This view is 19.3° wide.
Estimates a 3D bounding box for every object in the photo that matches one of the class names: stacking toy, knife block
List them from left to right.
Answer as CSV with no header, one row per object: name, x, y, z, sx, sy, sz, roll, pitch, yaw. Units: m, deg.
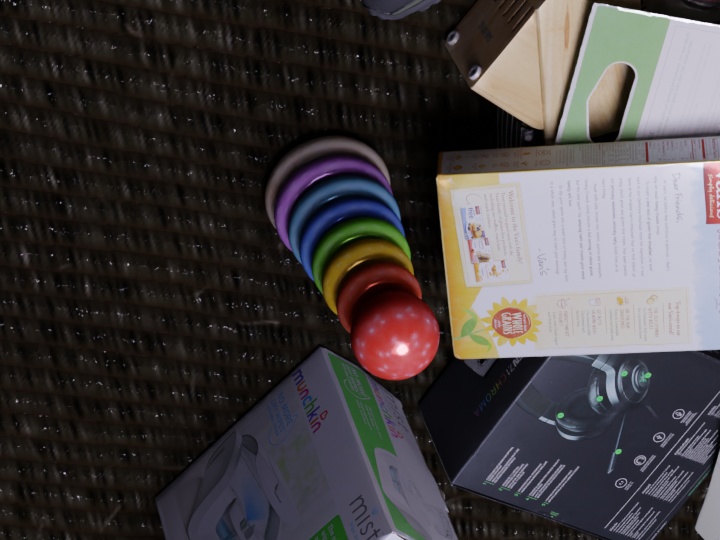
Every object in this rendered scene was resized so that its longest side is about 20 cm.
stacking toy,0.000,0.000,1.334,0.085,0.200,0.085,-8,128,-11
knife block,0.153,-0.131,1.375,0.175,0.064,0.200,27,113,-32

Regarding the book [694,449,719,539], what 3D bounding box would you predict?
book,0.340,0.116,1.564,0.200,0.048,0.134,-27,146,-24

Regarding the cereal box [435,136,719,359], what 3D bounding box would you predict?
cereal box,0.154,-0.013,1.368,0.200,0.040,0.144,-2,121,7

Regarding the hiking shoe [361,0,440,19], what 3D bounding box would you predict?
hiking shoe,0.046,-0.246,1.260,0.101,0.076,0.200,31,103,-24

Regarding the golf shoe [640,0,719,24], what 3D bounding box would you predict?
golf shoe,0.269,-0.166,1.383,0.200,0.073,0.092,4,126,-14

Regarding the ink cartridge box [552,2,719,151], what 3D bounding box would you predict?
ink cartridge box,0.230,-0.103,1.351,0.200,0.048,0.146,12,127,-1

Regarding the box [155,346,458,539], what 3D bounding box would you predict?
box,-0.033,0.187,1.462,0.176,0.200,0.097,-43,126,16

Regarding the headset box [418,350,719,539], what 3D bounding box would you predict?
headset box,0.165,0.090,1.521,0.200,0.093,0.174,21,117,-29
